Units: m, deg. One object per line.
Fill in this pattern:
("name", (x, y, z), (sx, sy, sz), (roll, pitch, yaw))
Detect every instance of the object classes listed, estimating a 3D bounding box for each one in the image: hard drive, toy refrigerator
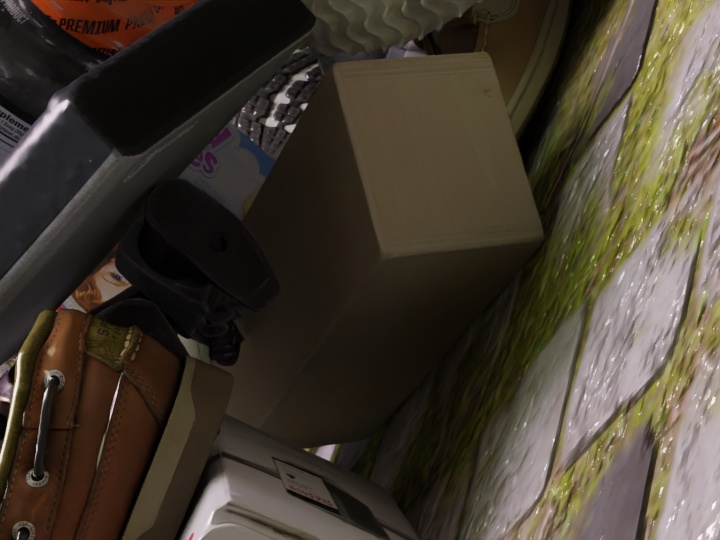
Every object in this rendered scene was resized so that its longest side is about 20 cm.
("hard drive", (-0.109, -0.013, 0.679), (0.200, 0.033, 0.140), (-44, 1, 34))
("toy refrigerator", (0.000, 0.000, 0.761), (0.200, 0.069, 0.076), (126, 134, -59))

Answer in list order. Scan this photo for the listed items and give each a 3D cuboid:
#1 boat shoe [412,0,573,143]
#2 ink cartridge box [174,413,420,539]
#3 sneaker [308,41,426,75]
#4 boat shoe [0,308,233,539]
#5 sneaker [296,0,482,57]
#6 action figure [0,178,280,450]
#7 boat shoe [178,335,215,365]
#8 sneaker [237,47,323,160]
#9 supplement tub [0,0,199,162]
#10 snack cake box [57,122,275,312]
("boat shoe", (0.051, -0.112, 0.820), (0.074, 0.066, 0.201), (125, 167, -58))
("ink cartridge box", (-0.042, 0.138, 0.645), (0.200, 0.082, 0.148), (-143, 78, -83))
("sneaker", (-0.010, -0.116, 0.948), (0.201, 0.115, 0.075), (96, -163, -58))
("boat shoe", (-0.108, 0.110, 0.602), (0.072, 0.068, 0.201), (148, 145, -75))
("sneaker", (0.043, -0.153, 0.768), (0.199, 0.070, 0.100), (-20, 28, 24))
("action figure", (-0.093, 0.039, 0.739), (0.130, 0.069, 0.200), (-51, 7, -25))
("boat shoe", (-0.051, 0.107, 0.861), (0.075, 0.066, 0.200), (-47, 38, 28))
("sneaker", (-0.002, -0.081, 1.089), (0.200, 0.076, 0.089), (-45, -33, -48))
("supplement tub", (-0.148, -0.068, 0.792), (0.200, 0.122, 0.123), (-43, 19, 32))
("snack cake box", (-0.094, -0.015, 0.946), (0.115, 0.200, 0.067), (-30, 29, 38))
